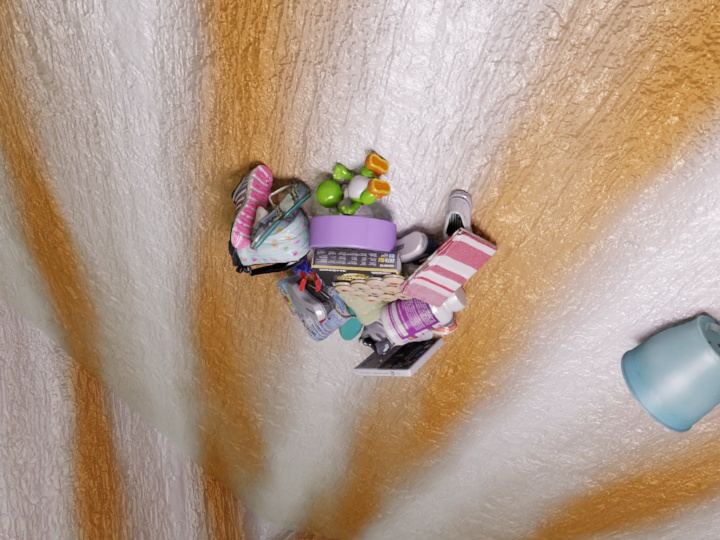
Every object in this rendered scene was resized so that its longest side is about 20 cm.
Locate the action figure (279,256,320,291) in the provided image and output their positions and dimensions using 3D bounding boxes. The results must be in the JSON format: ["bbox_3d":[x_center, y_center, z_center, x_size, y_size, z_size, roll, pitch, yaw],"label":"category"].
[{"bbox_3d":[-0.157,0.008,1.662,0.064,0.201,0.101,2,123,-22],"label":"action figure"}]

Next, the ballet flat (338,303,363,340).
[{"bbox_3d":[-0.021,0.106,1.783,0.069,0.071,0.203,19,135,10],"label":"ballet flat"}]

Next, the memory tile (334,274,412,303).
[{"bbox_3d":[0.051,0.046,1.519,0.197,0.017,0.152,-10,158,40],"label":"memory tile"}]

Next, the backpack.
[{"bbox_3d":[-0.216,-0.081,1.610,0.195,0.169,0.128,-1,138,21],"label":"backpack"}]

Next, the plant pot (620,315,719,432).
[{"bbox_3d":[0.687,0.201,1.371,0.198,0.202,0.189,31,129,-7],"label":"plant pot"}]

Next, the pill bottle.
[{"bbox_3d":[0.155,0.093,1.590,0.198,0.113,0.113,-29,121,24],"label":"pill bottle"}]

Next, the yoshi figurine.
[{"bbox_3d":[-0.028,-0.176,1.424,0.113,0.112,0.199,53,141,-10],"label":"yoshi figurine"}]

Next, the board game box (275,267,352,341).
[{"bbox_3d":[-0.115,0.067,1.747,0.200,0.061,0.202,-41,76,45],"label":"board game box"}]

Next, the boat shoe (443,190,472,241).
[{"bbox_3d":[0.206,-0.079,1.419,0.072,0.068,0.202,10,141,22],"label":"boat shoe"}]

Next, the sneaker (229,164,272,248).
[{"bbox_3d":[-0.268,-0.148,1.544,0.073,0.205,0.087,21,168,-38],"label":"sneaker"}]

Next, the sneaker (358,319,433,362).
[{"bbox_3d":[0.088,0.190,1.756,0.196,0.141,0.079,6,135,25],"label":"sneaker"}]

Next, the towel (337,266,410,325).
[{"bbox_3d":[0.052,0.060,1.663,0.197,0.037,0.149,-24,125,23],"label":"towel"}]

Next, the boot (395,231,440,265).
[{"bbox_3d":[0.109,-0.033,1.538,0.089,0.074,0.198,24,161,-31],"label":"boot"}]

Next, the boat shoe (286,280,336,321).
[{"bbox_3d":[-0.124,0.072,1.669,0.199,0.070,0.073,34,141,51],"label":"boat shoe"}]

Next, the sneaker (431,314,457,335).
[{"bbox_3d":[0.153,0.110,1.695,0.195,0.078,0.083,1,124,19],"label":"sneaker"}]

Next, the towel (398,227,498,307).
[{"bbox_3d":[0.194,0.000,1.428,0.142,0.023,0.200,18,125,-41],"label":"towel"}]

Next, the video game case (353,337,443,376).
[{"bbox_3d":[0.105,0.231,1.763,0.179,0.199,0.024,-6,106,36],"label":"video game case"}]

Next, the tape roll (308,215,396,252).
[{"bbox_3d":[-0.017,-0.076,1.472,0.195,0.067,0.200,4,176,0],"label":"tape roll"}]

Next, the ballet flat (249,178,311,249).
[{"bbox_3d":[-0.200,-0.135,1.508,0.074,0.200,0.075,36,158,18],"label":"ballet flat"}]

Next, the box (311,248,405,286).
[{"bbox_3d":[0.000,0.000,1.500,0.195,0.051,0.160,4,165,10],"label":"box"}]
